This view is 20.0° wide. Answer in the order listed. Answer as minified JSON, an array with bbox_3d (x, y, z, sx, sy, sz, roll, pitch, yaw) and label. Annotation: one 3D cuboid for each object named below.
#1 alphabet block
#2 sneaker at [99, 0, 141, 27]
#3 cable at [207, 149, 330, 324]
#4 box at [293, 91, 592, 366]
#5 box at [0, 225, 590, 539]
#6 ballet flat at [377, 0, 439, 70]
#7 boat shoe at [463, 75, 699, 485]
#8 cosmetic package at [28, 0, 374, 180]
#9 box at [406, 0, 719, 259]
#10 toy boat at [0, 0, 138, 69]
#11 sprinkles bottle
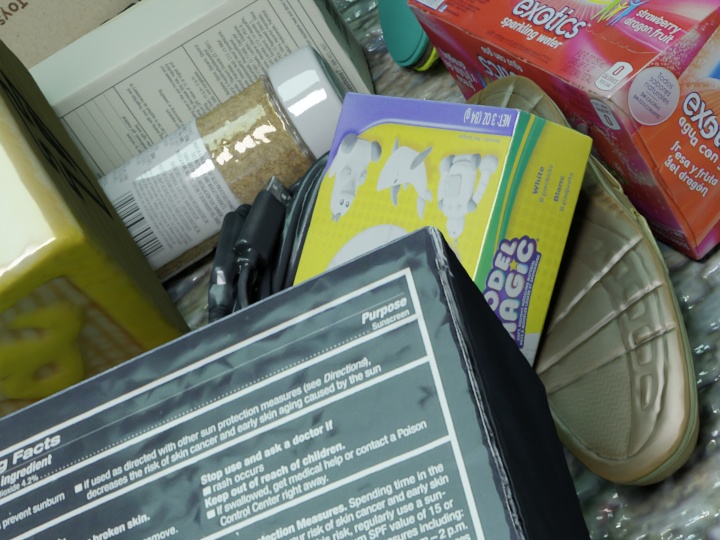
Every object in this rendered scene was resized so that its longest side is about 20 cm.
[{"bbox_3d":[-0.223,-0.008,0.974,0.195,0.196,0.201,-34,67,2],"label":"alphabet block"},{"bbox_3d":[-0.104,-0.128,1.230,0.200,0.090,0.078,-47,49,21],"label":"sneaker"},{"bbox_3d":[0.000,0.000,0.971,0.162,0.051,0.201,-19,31,18],"label":"cable"},{"bbox_3d":[0.015,0.033,0.820,0.117,0.048,0.202,11,87,52],"label":"box"},{"bbox_3d":[-0.020,0.126,0.670,0.199,0.123,0.199,-23,52,12],"label":"box"},{"bbox_3d":[0.047,-0.160,1.058,0.067,0.200,0.067,-17,74,-6],"label":"ballet flat"},{"bbox_3d":[0.096,0.006,0.830,0.074,0.066,0.201,-34,50,21],"label":"boat shoe"},{"bbox_3d":[-0.102,-0.096,1.146,0.199,0.104,0.073,-28,30,10],"label":"cosmetic package"},{"bbox_3d":[0.119,-0.097,0.930,0.100,0.096,0.200,-40,30,-7],"label":"box"},{"bbox_3d":[-0.233,-0.163,1.382,0.200,0.130,0.131,-51,5,-26],"label":"toy boat"},{"bbox_3d":[-0.092,-0.041,1.091,0.199,0.068,0.068,-32,30,7],"label":"sprinkles bottle"}]
